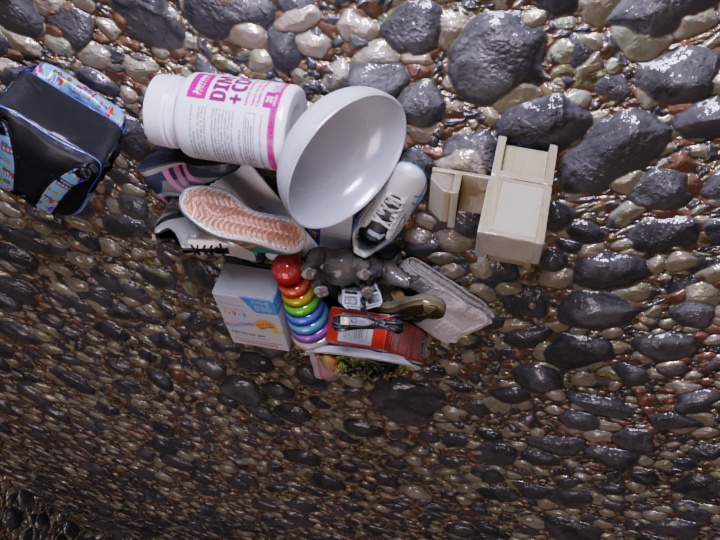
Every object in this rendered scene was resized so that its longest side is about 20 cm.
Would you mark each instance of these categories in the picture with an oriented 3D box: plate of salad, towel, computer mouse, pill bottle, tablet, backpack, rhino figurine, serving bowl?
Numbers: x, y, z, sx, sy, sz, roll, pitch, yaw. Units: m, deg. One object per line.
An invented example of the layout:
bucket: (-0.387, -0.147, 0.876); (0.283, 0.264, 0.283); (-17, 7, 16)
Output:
plate of salad: (0.002, 0.161, 1.272); (0.197, 0.049, 0.200); (8, 169, 1)
towel: (0.121, 0.057, 1.302); (0.199, 0.035, 0.132); (31, 142, -19)
computer mouse: (0.002, 0.048, 1.210); (0.108, 0.201, 0.044); (-3, 116, -5)
pill bottle: (-0.178, -0.201, 1.008); (0.197, 0.114, 0.114); (10, 145, 10)
tablet: (-0.163, -0.092, 1.203); (0.129, 0.014, 0.200); (-7, 133, 43)
backpack: (-0.465, -0.182, 1.136); (0.181, 0.136, 0.200); (29, 143, -18)
rhino figurine: (0.000, 0.000, 1.189); (0.197, 0.088, 0.061); (3, 119, -12)
serving bowl: (-0.033, -0.154, 0.978); (0.066, 0.199, 0.201); (44, 155, 27)

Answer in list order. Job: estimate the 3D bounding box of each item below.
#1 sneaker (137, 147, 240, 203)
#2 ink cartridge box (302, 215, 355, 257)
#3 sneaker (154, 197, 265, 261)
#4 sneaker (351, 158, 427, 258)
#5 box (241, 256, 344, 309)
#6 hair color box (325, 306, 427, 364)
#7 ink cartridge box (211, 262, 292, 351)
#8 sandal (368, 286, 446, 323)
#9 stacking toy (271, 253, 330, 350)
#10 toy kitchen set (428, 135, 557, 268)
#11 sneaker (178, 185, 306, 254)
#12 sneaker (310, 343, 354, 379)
sneaker: (-0.245, -0.145, 1.148); (0.198, 0.070, 0.083); (1, 133, 34)
ink cartridge box: (-0.056, -0.081, 1.188); (0.093, 0.037, 0.201); (15, 147, 5)
sneaker: (-0.250, -0.049, 1.250); (0.198, 0.081, 0.074); (19, 146, 15)
sneaker: (0.041, -0.086, 1.109); (0.071, 0.073, 0.200); (24, 143, -7)
box: (-0.111, 0.040, 1.368); (0.158, 0.045, 0.201); (6, 144, 15)
hair color box: (0.033, 0.115, 1.318); (0.109, 0.065, 0.200); (6, 169, 25)
ink cartridge box: (-0.179, 0.079, 1.351); (0.113, 0.068, 0.201); (8, 145, 13)
sandal: (0.077, 0.049, 1.229); (0.079, 0.055, 0.199); (19, 165, -23)
stacking toy: (-0.102, 0.044, 1.265); (0.084, 0.086, 0.201); (2, 139, 20)
toy kitchen set: (0.157, -0.049, 1.012); (0.161, 0.182, 0.201); (11, 141, 10)
sneaker: (-0.183, -0.067, 1.149); (0.198, 0.072, 0.080); (21, 164, -15)
sneaker: (-0.035, 0.175, 1.460); (0.103, 0.076, 0.200); (11, 164, 6)
